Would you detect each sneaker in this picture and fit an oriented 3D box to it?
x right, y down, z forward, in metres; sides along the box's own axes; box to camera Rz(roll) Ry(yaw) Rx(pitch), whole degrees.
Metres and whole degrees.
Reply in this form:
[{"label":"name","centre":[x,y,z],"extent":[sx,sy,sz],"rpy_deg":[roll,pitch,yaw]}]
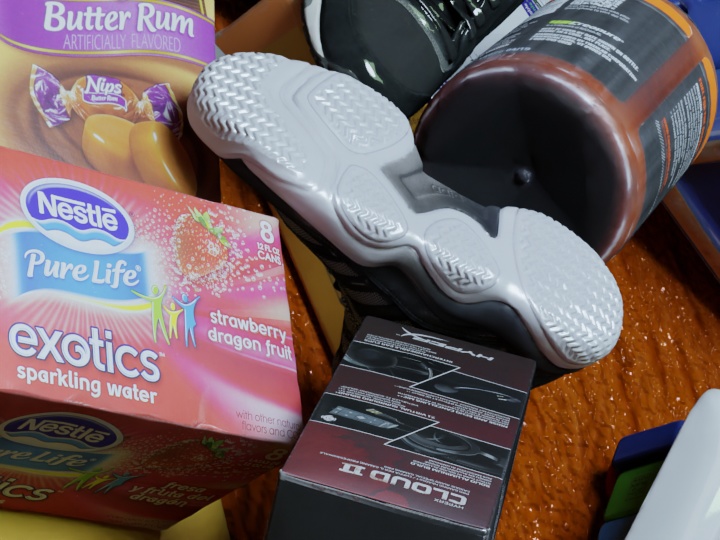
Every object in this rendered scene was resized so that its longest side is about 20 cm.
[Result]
[{"label":"sneaker","centre":[0.040,-0.136,1.042],"extent":[0.076,0.087,0.200],"rpy_deg":[52,32,-14]},{"label":"sneaker","centre":[0.000,0.000,0.945],"extent":[0.200,0.114,0.076],"rpy_deg":[32,42,-9]}]

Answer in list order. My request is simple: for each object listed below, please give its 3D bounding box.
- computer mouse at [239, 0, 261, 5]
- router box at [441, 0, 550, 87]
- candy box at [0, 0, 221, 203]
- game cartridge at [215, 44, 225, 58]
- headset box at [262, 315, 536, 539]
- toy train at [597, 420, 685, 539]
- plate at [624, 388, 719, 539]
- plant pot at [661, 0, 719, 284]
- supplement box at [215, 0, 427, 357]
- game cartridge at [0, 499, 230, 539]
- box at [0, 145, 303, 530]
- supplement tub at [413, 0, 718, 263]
[{"label":"computer mouse","centre":[-0.068,-0.217,1.066],"extent":[0.138,0.053,0.201],"rpy_deg":[-26,90,-4]},{"label":"router box","centre":[0.028,-0.167,1.175],"extent":[0.179,0.049,0.200],"rpy_deg":[-34,91,-49]},{"label":"candy box","centre":[-0.120,-0.098,0.941],"extent":[0.116,0.056,0.201],"rpy_deg":[18,53,-35]},{"label":"game cartridge","centre":[-0.145,-0.113,0.990],"extent":[0.200,0.038,0.130],"rpy_deg":[46,39,-12]},{"label":"headset box","centre":[0.004,0.121,0.836],"extent":[0.077,0.149,0.200],"rpy_deg":[15,18,6]},{"label":"toy train","centre":[0.192,0.172,1.109],"extent":[0.200,0.085,0.116],"rpy_deg":[40,55,-21]},{"label":"plate","centre":[0.186,0.187,1.052],"extent":[0.200,0.032,0.200],"rpy_deg":[37,74,-26]},{"label":"plant pot","centre":[0.256,-0.086,1.213],"extent":[0.200,0.199,0.180],"rpy_deg":[50,51,-32]},{"label":"supplement box","centre":[0.004,-0.032,1.058],"extent":[0.069,0.066,0.201],"rpy_deg":[-9,73,-50]},{"label":"game cartridge","centre":[-0.130,0.088,0.886],"extent":[0.176,0.032,0.201],"rpy_deg":[1,68,-43]},{"label":"box","centre":[-0.127,0.022,0.832],"extent":[0.199,0.095,0.100],"rpy_deg":[15,56,-38]},{"label":"supplement tub","centre":[0.104,-0.070,1.063],"extent":[0.107,0.107,0.200],"rpy_deg":[54,30,-3]}]
